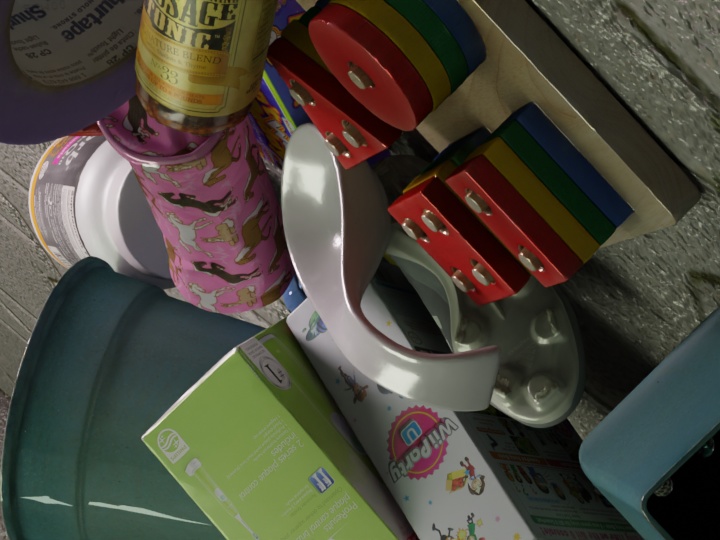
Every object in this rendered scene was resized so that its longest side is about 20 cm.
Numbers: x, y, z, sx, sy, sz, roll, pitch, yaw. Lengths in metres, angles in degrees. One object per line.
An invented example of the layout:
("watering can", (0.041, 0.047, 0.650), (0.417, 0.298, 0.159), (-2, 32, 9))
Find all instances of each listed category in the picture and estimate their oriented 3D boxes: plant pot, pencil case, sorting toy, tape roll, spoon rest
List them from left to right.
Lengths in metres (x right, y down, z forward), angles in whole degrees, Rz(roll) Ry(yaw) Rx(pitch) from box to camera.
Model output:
("tape roll", (-0.143, -0.164, 1.183), (0.085, 0.200, 0.200), (40, 166, 23))
("plant pot", (-0.106, 0.109, 1.631), (0.195, 0.201, 0.200), (13, 158, 12))
("pencil case", (-0.091, -0.051, 1.428), (0.086, 0.083, 0.200), (8, 155, 13))
("spoon rest", (0.000, 0.000, 1.307), (0.200, 0.060, 0.100), (52, 143, 42))
("sorting toy", (0.040, -0.072, 1.191), (0.199, 0.070, 0.200), (46, 167, -6))
("plant pot", (0.186, 0.091, 1.110), (0.141, 0.141, 0.200), (47, 174, -10))

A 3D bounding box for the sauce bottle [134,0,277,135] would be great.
("sauce bottle", (-0.066, -0.153, 1.157), (0.066, 0.066, 0.201), (38, 141, 25))

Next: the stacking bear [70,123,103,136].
("stacking bear", (-0.201, -0.177, 1.406), (0.121, 0.113, 0.201), (-145, 55, -86))

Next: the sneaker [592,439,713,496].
("sneaker", (0.178, 0.103, 1.313), (0.091, 0.078, 0.200), (38, 175, 11))

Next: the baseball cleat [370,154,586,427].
("baseball cleat", (0.073, 0.017, 1.351), (0.200, 0.070, 0.106), (58, -173, 35))

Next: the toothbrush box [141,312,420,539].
("toothbrush box", (-0.008, 0.127, 1.418), (0.200, 0.086, 0.146), (50, -158, 5))

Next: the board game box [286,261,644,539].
("board game box", (0.063, 0.094, 1.404), (0.147, 0.064, 0.200), (14, -144, -56))

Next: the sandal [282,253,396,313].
("sandal", (-0.014, 0.014, 1.572), (0.079, 0.087, 0.200), (41, 168, 10))

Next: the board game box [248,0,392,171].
("board game box", (-0.072, -0.136, 1.385), (0.134, 0.045, 0.200), (33, 162, 39))

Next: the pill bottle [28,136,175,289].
("pill bottle", (-0.155, -0.046, 1.750), (0.116, 0.116, 0.200), (49, 165, -18))
